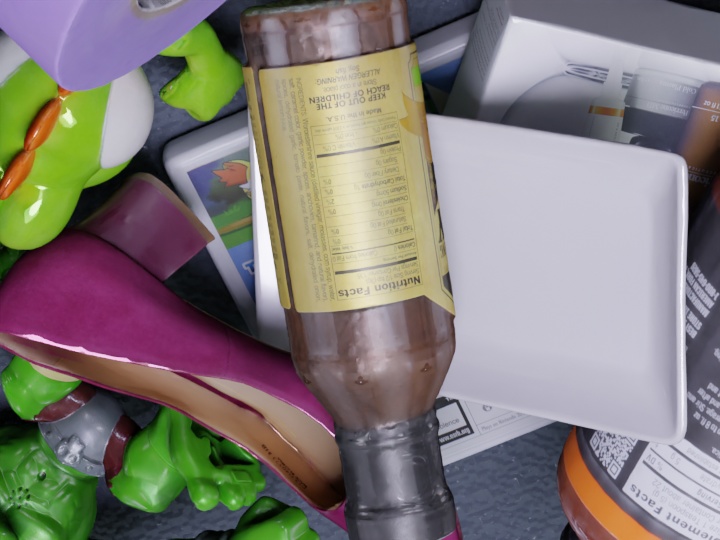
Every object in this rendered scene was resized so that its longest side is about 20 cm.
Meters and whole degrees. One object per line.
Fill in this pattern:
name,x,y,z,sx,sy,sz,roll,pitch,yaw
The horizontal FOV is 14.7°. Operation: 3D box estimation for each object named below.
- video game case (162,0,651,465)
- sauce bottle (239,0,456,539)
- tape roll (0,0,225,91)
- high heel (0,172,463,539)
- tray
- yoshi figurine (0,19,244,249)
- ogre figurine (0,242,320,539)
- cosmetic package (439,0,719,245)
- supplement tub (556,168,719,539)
video game case,0.048,-0.012,1.121,0.199,0.022,0.183,-22,120,8
sauce bottle,0.000,0.000,1.006,0.064,0.065,0.201,-8,101,-1
tape roll,-0.051,-0.155,0.854,0.085,0.200,0.200,44,110,4
high heel,-0.051,0.061,1.049,0.200,0.096,0.067,44,143,0
tray,0.040,-0.005,1.028,0.199,0.022,0.108,11,109,38
yoshi figurine,-0.086,-0.103,1.027,0.200,0.112,0.112,-56,148,10
ogre figurine,-0.118,0.076,1.109,0.200,0.098,0.120,33,122,-14
cosmetic package,0.125,-0.022,1.082,0.199,0.052,0.151,11,122,-12
supplement tub,0.141,0.055,1.039,0.107,0.107,0.200,18,120,-16
